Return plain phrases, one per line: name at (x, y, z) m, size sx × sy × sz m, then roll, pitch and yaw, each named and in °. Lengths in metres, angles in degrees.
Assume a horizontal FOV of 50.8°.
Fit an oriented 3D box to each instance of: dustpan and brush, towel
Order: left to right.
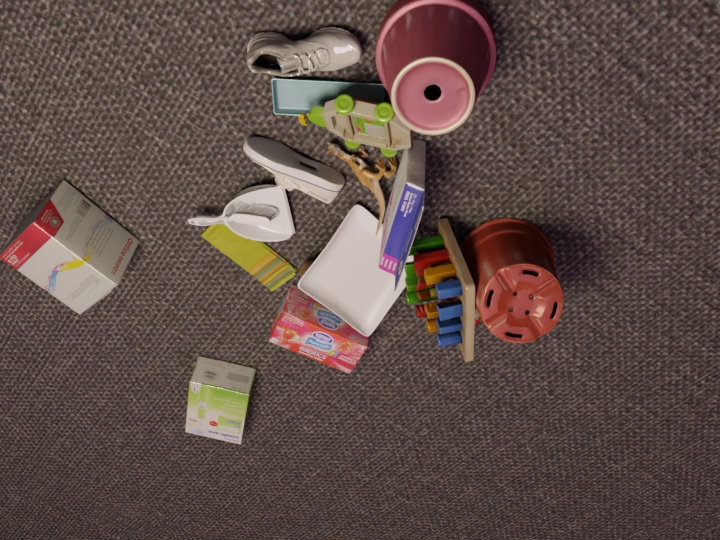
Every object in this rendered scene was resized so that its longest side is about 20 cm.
dustpan and brush at (-0.239, -0.106, 1.482) m, size 0.197 × 0.058 × 0.141 m, roll 5°, pitch 139°, yaw 13°
towel at (-0.231, -0.034, 1.575) m, size 0.199 × 0.018 × 0.086 m, roll 39°, pitch 123°, yaw -23°

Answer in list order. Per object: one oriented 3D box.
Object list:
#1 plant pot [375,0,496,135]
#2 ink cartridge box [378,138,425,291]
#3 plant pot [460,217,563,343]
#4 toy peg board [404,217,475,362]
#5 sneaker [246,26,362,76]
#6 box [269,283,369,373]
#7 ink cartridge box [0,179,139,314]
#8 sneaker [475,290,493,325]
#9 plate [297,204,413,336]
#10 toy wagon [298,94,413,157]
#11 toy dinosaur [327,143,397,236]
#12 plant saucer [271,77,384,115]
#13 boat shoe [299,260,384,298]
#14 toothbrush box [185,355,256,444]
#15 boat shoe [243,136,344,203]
plant pot at (0.115, -0.313, 1.185) m, size 0.197 × 0.180 × 0.202 m, roll 4°, pitch 132°, yaw 5°
ink cartridge box at (0.073, -0.102, 1.355) m, size 0.043 × 0.201 × 0.198 m, roll 13°, pitch 130°, yaw -4°
plant pot at (0.281, 0.027, 1.400) m, size 0.197 × 0.196 × 0.204 m, roll 1°, pitch 109°, yaw 2°
toy peg board at (0.146, 0.044, 1.453) m, size 0.096 × 0.201 × 0.202 m, roll -10°, pitch 132°, yaw -3°
sneaker at (-0.094, -0.347, 1.245) m, size 0.197 × 0.088 × 0.075 m, roll -3°, pitch 128°, yaw 9°
box at (-0.086, 0.127, 1.639) m, size 0.198 × 0.096 × 0.100 m, roll 24°, pitch 129°, yaw -12°
ink cartridge box at (-0.581, -0.043, 1.529) m, size 0.144 × 0.146 × 0.200 m, roll -32°, pitch 119°, yaw 30°
sneaker at (0.253, 0.092, 1.580) m, size 0.084 × 0.078 × 0.201 m, roll 21°, pitch 130°, yaw -17°
plate at (0.000, 0.000, 1.506) m, size 0.199 × 0.032 × 0.201 m, roll 37°, pitch 90°, yaw -26°
toy wagon at (-0.008, -0.252, 1.288) m, size 0.197 × 0.040 × 0.155 m, roll 15°, pitch 168°, yaw 9°
toy dinosaur at (0.020, -0.171, 1.409) m, size 0.105 × 0.061 × 0.201 m, roll -20°, pitch 116°, yaw 41°
plant saucer at (-0.056, -0.302, 1.324) m, size 0.197 × 0.019 × 0.071 m, roll 5°, pitch 131°, yaw 5°
boat shoe at (-0.029, 0.009, 1.554) m, size 0.197 × 0.068 × 0.073 m, roll 12°, pitch 97°, yaw -23°
toothbrush box at (-0.341, 0.317, 1.844) m, size 0.143 × 0.087 × 0.202 m, roll 14°, pitch 132°, yaw -4°
boat shoe at (-0.130, -0.180, 1.407) m, size 0.198 × 0.071 × 0.070 m, roll 20°, pitch 128°, yaw -18°
